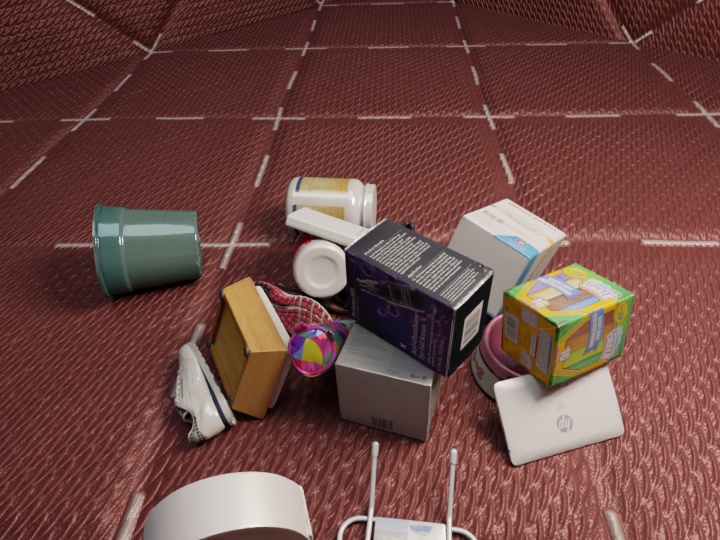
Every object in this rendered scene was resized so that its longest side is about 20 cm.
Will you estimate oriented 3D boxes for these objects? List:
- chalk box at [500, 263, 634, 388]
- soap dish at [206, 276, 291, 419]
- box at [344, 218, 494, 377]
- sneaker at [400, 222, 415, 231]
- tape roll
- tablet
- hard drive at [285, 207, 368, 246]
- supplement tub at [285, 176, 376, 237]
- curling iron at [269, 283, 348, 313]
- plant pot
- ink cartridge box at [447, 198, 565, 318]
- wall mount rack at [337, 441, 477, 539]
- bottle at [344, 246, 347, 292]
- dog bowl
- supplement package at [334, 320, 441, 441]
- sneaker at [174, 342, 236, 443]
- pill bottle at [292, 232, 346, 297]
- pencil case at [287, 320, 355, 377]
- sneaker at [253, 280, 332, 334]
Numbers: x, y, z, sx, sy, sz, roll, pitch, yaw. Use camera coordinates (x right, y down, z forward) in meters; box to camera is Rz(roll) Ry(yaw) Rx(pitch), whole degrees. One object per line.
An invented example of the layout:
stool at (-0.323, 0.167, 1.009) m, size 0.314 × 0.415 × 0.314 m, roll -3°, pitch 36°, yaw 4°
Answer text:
chalk box at (0.346, 0.078, 0.849) m, size 0.200 × 0.125 × 0.124 m, roll -18°, pitch 32°, yaw -19°
soap dish at (-0.198, 0.132, 0.916) m, size 0.081 × 0.158 × 0.200 m, roll 2°, pitch 34°, yaw -34°
box at (0.082, 0.037, 0.789) m, size 0.200 × 0.148 × 0.104 m, roll 28°, pitch 50°, yaw 31°
sneaker at (0.074, -0.035, 1.150) m, size 0.080 × 0.086 × 0.200 m, roll 8°, pitch 42°, yaw 14°
tape roll at (-0.161, 0.334, 0.648) m, size 0.202 × 0.203 × 0.071 m, roll -12°, pitch 41°, yaw -11°
tablet at (0.317, 0.221, 0.835) m, size 0.199 × 0.014 × 0.130 m, roll -11°, pitch 84°, yaw -10°
hard drive at (-0.040, -0.079, 1.069) m, size 0.200 × 0.027 × 0.132 m, roll 19°, pitch 15°, yaw 4°
supplement tub at (-0.065, -0.146, 1.243) m, size 0.199 × 0.145 × 0.145 m, roll 4°, pitch 41°, yaw 7°
curling iron at (-0.103, 0.056, 1.102) m, size 0.199 × 0.026 × 0.050 m, roll 9°, pitch 35°, yaw 14°
plant pot at (-0.446, -0.049, 1.128) m, size 0.196 × 0.201 × 0.200 m, roll -5°, pitch 40°, yaw -14°
ink cartridge box at (0.277, -0.031, 1.034) m, size 0.147 × 0.146 × 0.200 m, roll 38°, pitch 35°, yaw 24°
wall mount rack at (0.069, 0.338, 0.727) m, size 0.199 × 0.075 × 0.174 m, roll 4°, pitch 41°, yaw 6°
bottle at (0.000, 0.000, 1.105) m, size 0.065 × 0.084 × 0.200 m, roll 21°, pitch 34°, yaw -14°
dog bowl at (0.299, 0.152, 0.932) m, size 0.200 × 0.074 × 0.200 m, roll -2°, pitch 40°, yaw 2°
supplement package at (0.065, 0.146, 0.891) m, size 0.151 × 0.151 × 0.200 m, roll 11°, pitch 43°, yaw 16°
sneaker at (-0.288, 0.204, 0.908) m, size 0.080 × 0.077 × 0.200 m, roll -30°, pitch 45°, yaw -15°
pill bottle at (-0.086, -0.027, 1.099) m, size 0.112 × 0.113 × 0.200 m, roll -7°, pitch 19°, yaw -5°
pencil case at (-0.053, 0.125, 0.896) m, size 0.088 × 0.089 × 0.200 m, roll 11°, pitch -2°, yaw 15°
sneaker at (-0.133, 0.076, 1.048) m, size 0.200 × 0.081 × 0.075 m, roll 28°, pitch 5°, yaw 18°
